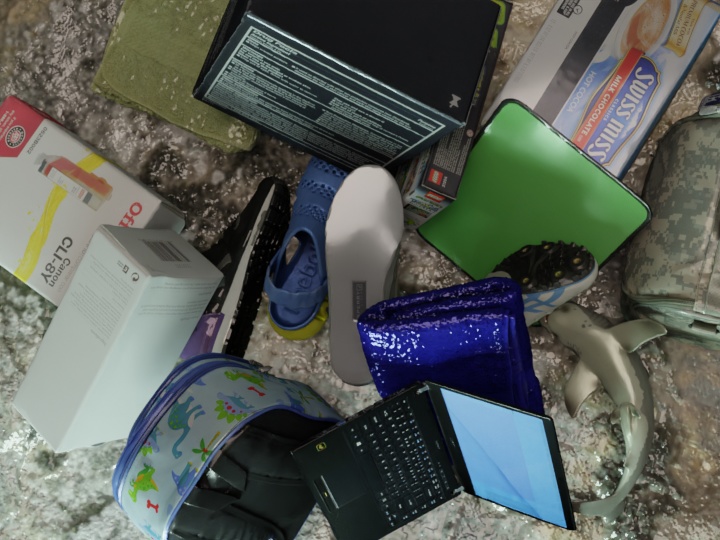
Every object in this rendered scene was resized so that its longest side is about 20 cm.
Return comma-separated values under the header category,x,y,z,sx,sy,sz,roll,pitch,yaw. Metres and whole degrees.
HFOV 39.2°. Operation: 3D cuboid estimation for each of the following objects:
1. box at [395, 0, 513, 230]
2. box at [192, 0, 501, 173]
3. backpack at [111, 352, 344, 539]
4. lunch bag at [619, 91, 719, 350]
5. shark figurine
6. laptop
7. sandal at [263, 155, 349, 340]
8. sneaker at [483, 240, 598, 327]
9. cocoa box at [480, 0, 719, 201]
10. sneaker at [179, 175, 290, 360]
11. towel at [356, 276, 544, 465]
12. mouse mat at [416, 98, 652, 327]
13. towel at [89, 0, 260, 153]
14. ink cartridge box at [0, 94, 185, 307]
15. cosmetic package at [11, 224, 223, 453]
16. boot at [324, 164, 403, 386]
category,x,y,z,sx,sy,sz,roll,pitch,yaw
box,0.080,-0.146,0.937,0.034,0.110,0.202,21,74,-12
box,-0.017,-0.189,0.876,0.198,0.198,0.125,24,74,-17
backpack,-0.124,0.167,0.906,0.146,0.200,0.184,35,91,30
lunch bag,0.312,-0.038,0.885,0.138,0.168,0.202,15,85,9
shark figurine,0.239,0.120,0.913,0.127,0.089,0.217,-16,83,34
laptop,0.067,0.191,0.875,0.198,0.178,0.104,-27,43,-6
sandal,-0.042,-0.032,0.975,0.079,0.087,0.202,14,84,11
sneaker,0.136,0.034,0.921,0.199,0.072,0.072,-28,116,37
cocoa box,0.216,-0.168,0.929,0.130,0.133,0.201,33,89,10
sneaker,-0.137,-0.005,0.993,0.087,0.076,0.202,20,87,15
towel,0.086,0.100,0.896,0.146,0.201,0.050,-13,41,6
mouse mat,0.147,-0.045,0.909,0.160,0.200,0.008,39,48,3
towel,-0.167,-0.213,1.010,0.198,0.036,0.150,24,91,17
ink cartridge box,-0.299,-0.057,1.013,0.199,0.083,0.146,34,88,10
cosmetic package,-0.227,0.064,0.944,0.081,0.113,0.201,39,106,23
boot,0.000,0.000,0.945,0.073,0.096,0.203,6,99,-1
